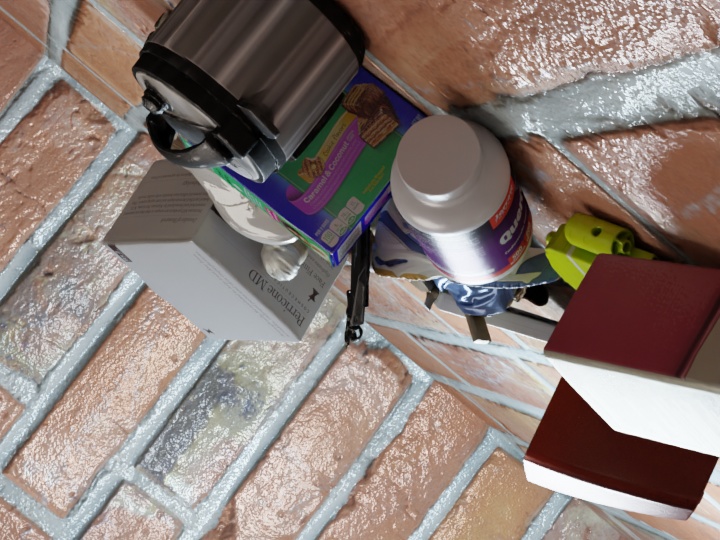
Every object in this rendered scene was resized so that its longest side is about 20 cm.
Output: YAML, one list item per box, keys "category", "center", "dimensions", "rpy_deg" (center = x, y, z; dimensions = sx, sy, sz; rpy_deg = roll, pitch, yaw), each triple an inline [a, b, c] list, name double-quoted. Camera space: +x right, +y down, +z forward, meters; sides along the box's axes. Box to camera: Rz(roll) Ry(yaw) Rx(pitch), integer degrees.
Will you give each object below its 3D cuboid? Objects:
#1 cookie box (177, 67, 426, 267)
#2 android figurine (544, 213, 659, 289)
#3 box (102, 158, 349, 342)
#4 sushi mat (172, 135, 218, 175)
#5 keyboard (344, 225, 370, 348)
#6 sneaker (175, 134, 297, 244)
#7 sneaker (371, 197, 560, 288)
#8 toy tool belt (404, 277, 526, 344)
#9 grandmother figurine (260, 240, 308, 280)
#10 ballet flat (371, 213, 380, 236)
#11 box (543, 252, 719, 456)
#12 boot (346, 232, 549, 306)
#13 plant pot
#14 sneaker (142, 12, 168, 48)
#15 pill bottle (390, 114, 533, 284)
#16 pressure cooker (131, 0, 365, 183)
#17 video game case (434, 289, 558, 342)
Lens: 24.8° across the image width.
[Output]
- category: "cookie box"
  center: [-0.053, -0.133, 1.637]
  dimensions: [0.199, 0.172, 0.075]
  rpy_deg: [37, 171, 9]
- category: "android figurine"
  center: [0.249, 0.011, 1.517]
  dimensions: [0.182, 0.041, 0.199]
  rpy_deg: [42, 170, -37]
- category: "box"
  center: [-0.159, -0.025, 1.925]
  dimensions: [0.199, 0.132, 0.199]
  rpy_deg: [0, 144, 50]
- category: "sushi mat"
  center: [-0.096, -0.107, 1.704]
  dimensions: [0.198, 0.096, 0.012]
  rpy_deg: [28, 132, 4]
- category: "keyboard"
  center: [0.000, 0.000, 1.716]
  dimensions: [0.020, 0.128, 0.201]
  rpy_deg: [8, -152, -3]
- category: "sneaker"
  center: [-0.140, -0.105, 1.758]
  dimensions: [0.200, 0.075, 0.089]
  rpy_deg: [40, 168, 5]
- category: "sneaker"
  center: [0.106, -0.030, 1.646]
  dimensions: [0.197, 0.089, 0.075]
  rpy_deg: [6, -177, 16]
- category: "toy tool belt"
  center: [0.099, -0.016, 1.747]
  dimensions: [0.124, 0.124, 0.200]
  rpy_deg: [-5, 145, 38]
- category: "grandmother figurine"
  center: [-0.040, -0.074, 1.828]
  dimensions: [0.060, 0.201, 0.121]
  rpy_deg: [39, 174, -14]
- category: "ballet flat"
  center: [0.033, -0.074, 1.882]
  dimensions: [0.062, 0.068, 0.200]
  rpy_deg: [-5, -172, 0]
- category: "box"
  center: [0.273, 0.072, 1.345]
  dimensions: [0.199, 0.110, 0.128]
  rpy_deg: [10, 152, 51]
- category: "boot"
  center: [0.095, 0.002, 1.919]
  dimensions: [0.187, 0.069, 0.200]
  rpy_deg: [12, -167, -32]
- category: "plant pot"
  center: [0.290, 0.156, 1.691]
  dimensions: [0.175, 0.202, 0.200]
  rpy_deg: [26, 171, 13]
- category: "sneaker"
  center: [-0.238, -0.269, 2.167]
  dimensions: [0.084, 0.077, 0.200]
  rpy_deg: [32, 174, 4]
- category: "pill bottle"
  center: [0.093, -0.068, 1.524]
  dimensions: [0.112, 0.113, 0.200]
  rpy_deg: [35, 173, 23]
- category: "pressure cooker"
  center: [-0.116, -0.180, 1.520]
  dimensions: [0.178, 0.201, 0.176]
  rpy_deg: [37, 170, 11]
- category: "video game case"
  center: [0.180, 0.058, 1.909]
  dimensions: [0.198, 0.024, 0.182]
  rpy_deg: [17, -177, -1]
